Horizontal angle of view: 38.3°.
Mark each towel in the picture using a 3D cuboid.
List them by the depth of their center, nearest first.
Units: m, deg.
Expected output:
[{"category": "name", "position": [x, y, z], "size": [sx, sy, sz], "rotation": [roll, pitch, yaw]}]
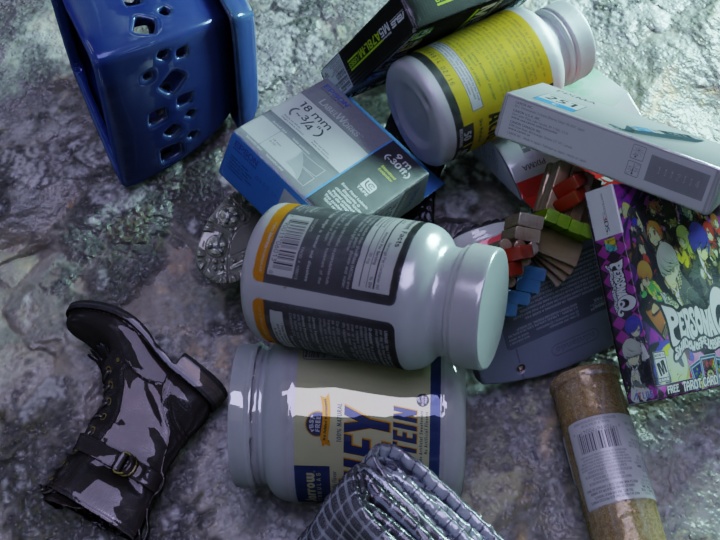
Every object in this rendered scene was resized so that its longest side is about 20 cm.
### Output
[{"category": "towel", "position": [0.037, 0.257, 0.804], "size": [0.200, 0.167, 0.085], "rotation": [43, 39, 14]}]

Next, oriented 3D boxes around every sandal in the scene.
[{"category": "sandal", "position": [0.055, -0.100, 1.090], "size": [0.074, 0.048, 0.204], "rotation": [11, 74, 7]}]

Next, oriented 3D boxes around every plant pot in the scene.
[{"category": "plant pot", "position": [-0.213, -0.242, 1.094], "size": [0.177, 0.201, 0.202], "rotation": [-21, 61, -17]}]

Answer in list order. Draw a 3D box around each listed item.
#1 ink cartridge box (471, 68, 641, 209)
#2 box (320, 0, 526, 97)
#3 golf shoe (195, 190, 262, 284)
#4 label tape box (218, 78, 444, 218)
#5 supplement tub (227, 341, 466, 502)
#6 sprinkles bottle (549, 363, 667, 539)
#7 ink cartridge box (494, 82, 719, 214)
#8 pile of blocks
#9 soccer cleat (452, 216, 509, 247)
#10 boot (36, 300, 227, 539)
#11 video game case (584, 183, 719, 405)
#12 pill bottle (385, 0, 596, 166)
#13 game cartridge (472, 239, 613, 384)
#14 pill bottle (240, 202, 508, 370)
[{"category": "ink cartridge box", "position": [0.216, -0.128, 1.048], "size": [0.158, 0.051, 0.201], "rotation": [-21, 34, -9]}, {"category": "box", "position": [0.077, -0.253, 1.064], "size": [0.191, 0.199, 0.048], "rotation": [-25, 89, -28]}, {"category": "golf shoe", "position": [-0.103, -0.057, 1.046], "size": [0.078, 0.097, 0.201], "rotation": [43, 60, -11]}, {"category": "label tape box", "position": [-0.014, -0.107, 0.988], "size": [0.144, 0.064, 0.199], "rotation": [43, 50, 12]}, {"category": "supplement tub", "position": [-0.009, 0.128, 0.901], "size": [0.196, 0.146, 0.147], "rotation": [1, 60, 3]}, {"category": "sprinkles bottle", "position": [0.220, 0.185, 0.903], "size": [0.067, 0.069, 0.203], "rotation": [-8, 60, -2]}, {"category": "ink cartridge box", "position": [0.244, -0.119, 0.935], "size": [0.198, 0.045, 0.175], "rotation": [25, 25, 23]}, {"category": "pile of blocks", "position": [0.147, -0.011, 0.891], "size": [0.082, 0.062, 0.200], "rotation": [44, 82, -4]}, {"category": "soccer cleat", "position": [0.190, -0.024, 1.032], "size": [0.196, 0.068, 0.075], "rotation": [-14, 80, -7]}, {"category": "boot", "position": [-0.235, 0.136, 0.950], "size": [0.198, 0.070, 0.175], "rotation": [29, 65, 15]}, {"category": "video game case", "position": [0.287, 0.015, 0.921], "size": [0.198, 0.036, 0.185], "rotation": [-2, 79, -41]}, {"category": "pill bottle", "position": [0.133, -0.194, 1.032], "size": [0.198, 0.112, 0.112], "rotation": [-28, 63, -17]}, {"category": "game cartridge", "position": [0.184, 0.023, 0.965], "size": [0.197, 0.136, 0.040], "rotation": [-21, 18, -9]}, {"category": "pill bottle", "position": [0.012, 0.015, 0.829], "size": [0.196, 0.117, 0.118], "rotation": [10, 60, 20]}]
